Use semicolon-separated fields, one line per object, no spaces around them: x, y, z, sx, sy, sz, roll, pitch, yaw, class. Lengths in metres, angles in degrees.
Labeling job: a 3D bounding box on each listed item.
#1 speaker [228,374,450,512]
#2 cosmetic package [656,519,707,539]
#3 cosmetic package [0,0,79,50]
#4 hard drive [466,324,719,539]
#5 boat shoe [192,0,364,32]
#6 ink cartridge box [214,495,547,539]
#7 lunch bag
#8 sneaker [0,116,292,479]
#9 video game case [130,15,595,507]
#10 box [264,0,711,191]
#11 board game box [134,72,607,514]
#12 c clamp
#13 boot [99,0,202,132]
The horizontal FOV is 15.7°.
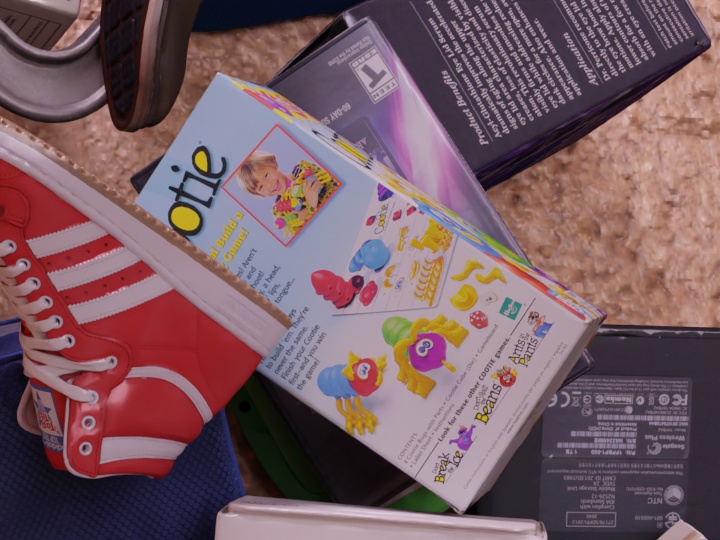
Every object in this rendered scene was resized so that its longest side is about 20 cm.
-0.028;0.045;1.314;0.088;0.088;0.200;-26;85;-32;speaker
0.120;0.226;1.276;0.200;0.071;0.105;-42;92;0;cosmetic package
-0.241;-0.160;1.261;0.200;0.105;0.071;15;66;-23;cosmetic package
0.124;0.128;1.332;0.139;0.033;0.200;2;93;-12;hard drive
-0.063;-0.171;1.391;0.200;0.084;0.069;-5;66;-45;boat shoe
0.005;0.204;1.145;0.145;0.083;0.200;4;90;3;ink cartridge box
-0.169;0.097;1.197;0.200;0.132;0.136;-14;97;-29;lunch bag
-0.132;0.014;1.086;0.200;0.071;0.113;36;88;-27;sneaker
0.000;0.000;1.257;0.143;0.019;0.200;-33;84;9;video game case
0.057;-0.100;1.374;0.200;0.148;0.104;-29;87;-31;box
-0.001;0.008;1.195;0.200;0.103;0.105;35;97;7;board game box
-0.154;-0.161;1.221;0.171;0.027;0.200;49;60;-5;c clamp
-0.062;-0.150;1.217;0.097;0.075;0.200;15;71;-24;boot
